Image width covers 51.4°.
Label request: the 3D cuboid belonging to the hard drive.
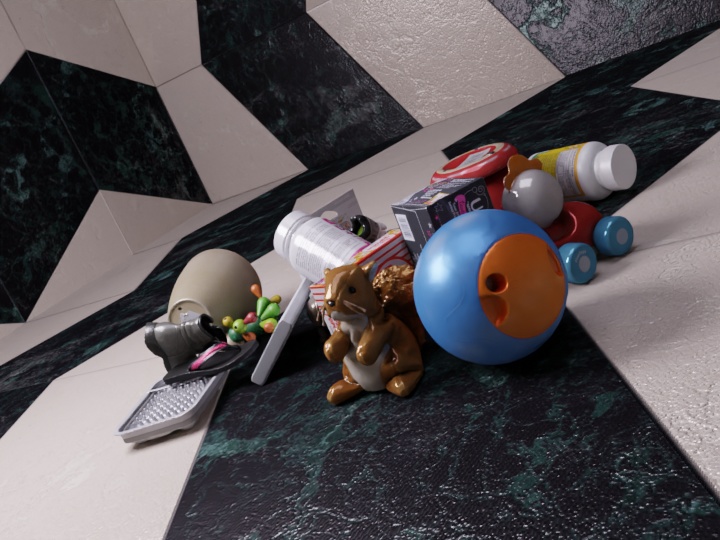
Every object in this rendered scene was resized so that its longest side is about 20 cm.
[{"bbox_3d":[-0.136,0.105,1.352,0.133,0.027,0.200,-62,2,22],"label":"hard drive"}]

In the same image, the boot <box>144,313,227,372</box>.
[{"bbox_3d":[-0.307,0.148,1.406,0.129,0.200,0.068,-7,60,9],"label":"boot"}]

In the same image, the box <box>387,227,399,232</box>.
[{"bbox_3d":[0.089,-0.044,1.600,0.199,0.050,0.157,-7,24,48],"label":"box"}]

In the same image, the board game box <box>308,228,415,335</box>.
[{"bbox_3d":[0.028,0.043,1.214,0.200,0.152,0.046,-36,19,-35],"label":"board game box"}]

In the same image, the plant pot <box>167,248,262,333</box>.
[{"bbox_3d":[-0.316,0.072,1.542,0.186,0.188,0.200,-21,13,12],"label":"plant pot"}]

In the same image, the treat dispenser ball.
[{"bbox_3d":[0.169,0.021,0.979,0.200,0.202,0.201,-22,15,6],"label":"treat dispenser ball"}]

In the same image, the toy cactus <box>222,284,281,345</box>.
[{"bbox_3d":[-0.230,0.113,1.468,0.165,0.102,0.200,-40,4,10],"label":"toy cactus"}]

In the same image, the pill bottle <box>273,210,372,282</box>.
[{"bbox_3d":[-0.057,-0.028,1.359,0.199,0.114,0.113,30,48,32],"label":"pill bottle"}]

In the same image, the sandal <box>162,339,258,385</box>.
[{"bbox_3d":[-0.274,0.156,1.333,0.199,0.045,0.075,-18,16,19],"label":"sandal"}]

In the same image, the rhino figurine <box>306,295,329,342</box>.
[{"bbox_3d":[-0.059,0.061,1.405,0.059,0.088,0.200,-20,16,10],"label":"rhino figurine"}]

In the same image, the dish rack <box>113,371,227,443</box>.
[{"bbox_3d":[-0.323,0.233,1.316,0.170,0.044,0.200,-19,16,17],"label":"dish rack"}]

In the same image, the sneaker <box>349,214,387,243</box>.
[{"bbox_3d":[-0.022,-0.029,1.535,0.074,0.087,0.201,8,67,54],"label":"sneaker"}]

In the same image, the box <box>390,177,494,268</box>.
[{"bbox_3d":[0.154,-0.036,1.194,0.114,0.201,0.132,-27,16,-18],"label":"box"}]

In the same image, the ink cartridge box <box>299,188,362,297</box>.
[{"bbox_3d":[-0.062,-0.058,1.635,0.200,0.175,0.043,-35,19,-35],"label":"ink cartridge box"}]

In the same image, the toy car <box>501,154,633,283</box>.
[{"bbox_3d":[0.294,-0.097,1.186,0.176,0.201,0.184,-31,17,-24],"label":"toy car"}]

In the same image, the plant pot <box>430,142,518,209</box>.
[{"bbox_3d":[0.236,-0.132,1.432,0.199,0.184,0.201,-24,14,6],"label":"plant pot"}]

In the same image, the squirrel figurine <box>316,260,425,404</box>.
[{"bbox_3d":[0.017,0.066,1.087,0.141,0.188,0.200,-10,20,41],"label":"squirrel figurine"}]

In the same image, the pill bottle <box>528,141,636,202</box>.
[{"bbox_3d":[0.425,-0.188,1.456,0.113,0.113,0.199,-34,18,-33],"label":"pill bottle"}]
